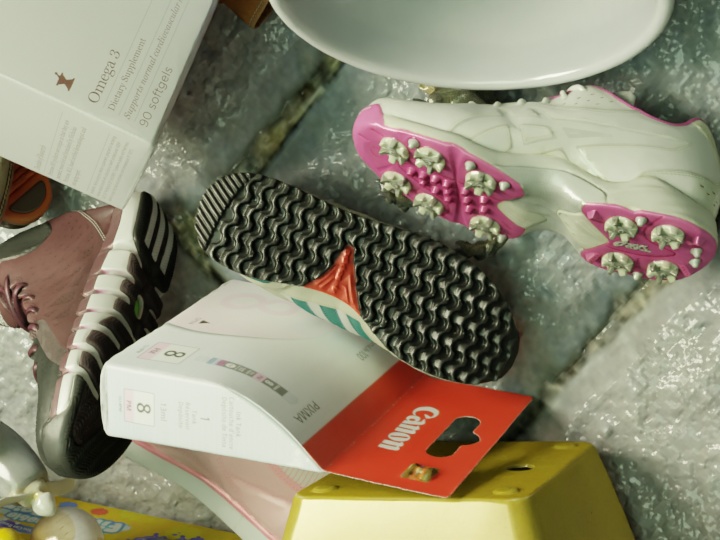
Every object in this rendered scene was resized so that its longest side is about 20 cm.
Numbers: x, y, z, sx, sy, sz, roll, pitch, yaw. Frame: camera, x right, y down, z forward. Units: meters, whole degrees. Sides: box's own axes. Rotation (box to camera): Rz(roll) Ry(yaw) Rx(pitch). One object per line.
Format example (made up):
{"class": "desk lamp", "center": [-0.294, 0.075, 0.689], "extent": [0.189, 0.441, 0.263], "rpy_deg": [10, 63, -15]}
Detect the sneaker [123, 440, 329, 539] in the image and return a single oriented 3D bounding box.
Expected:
{"class": "sneaker", "center": [-0.080, 0.086, 1.051], "extent": [0.200, 0.075, 0.105], "rpy_deg": [37, 117, 5]}

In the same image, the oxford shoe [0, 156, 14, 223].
{"class": "oxford shoe", "center": [-0.244, -0.117, 1.034], "extent": [0.070, 0.074, 0.201], "rpy_deg": [-5, 82, -13]}

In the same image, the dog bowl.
{"class": "dog bowl", "center": [0.055, -0.166, 0.852], "extent": [0.199, 0.200, 0.079], "rpy_deg": [-4, 69, 25]}

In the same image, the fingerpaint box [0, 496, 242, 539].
{"class": "fingerpaint box", "center": [-0.175, 0.243, 1.134], "extent": [0.199, 0.073, 0.168], "rpy_deg": [7, 107, 22]}

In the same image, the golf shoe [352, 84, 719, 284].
{"class": "golf shoe", "center": [0.097, -0.061, 0.918], "extent": [0.199, 0.092, 0.075], "rpy_deg": [18, 153, 3]}

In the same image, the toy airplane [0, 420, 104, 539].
{"class": "toy airplane", "center": [-0.225, 0.165, 1.029], "extent": [0.200, 0.141, 0.200], "rpy_deg": [178, 82, -70]}

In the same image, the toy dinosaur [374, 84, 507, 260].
{"class": "toy dinosaur", "center": [0.067, -0.054, 0.967], "extent": [0.200, 0.047, 0.088], "rpy_deg": [44, 110, 4]}

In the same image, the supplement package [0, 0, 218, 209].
{"class": "supplement package", "center": [-0.192, -0.138, 0.949], "extent": [0.199, 0.117, 0.117], "rpy_deg": [24, 70, -9]}

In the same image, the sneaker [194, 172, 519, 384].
{"class": "sneaker", "center": [-0.001, 0.000, 0.997], "extent": [0.199, 0.093, 0.071], "rpy_deg": [25, 93, -5]}

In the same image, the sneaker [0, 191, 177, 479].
{"class": "sneaker", "center": [-0.184, 0.041, 1.026], "extent": [0.115, 0.201, 0.076], "rpy_deg": [-5, 134, 18]}

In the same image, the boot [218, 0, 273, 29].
{"class": "boot", "center": [-0.113, -0.196, 0.996], "extent": [0.155, 0.074, 0.200], "rpy_deg": [46, 126, -4]}

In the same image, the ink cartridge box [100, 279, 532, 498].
{"class": "ink cartridge box", "center": [-0.020, 0.060, 0.968], "extent": [0.199, 0.162, 0.057], "rpy_deg": [4, 107, 21]}

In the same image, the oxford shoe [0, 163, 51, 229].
{"class": "oxford shoe", "center": [-0.282, -0.080, 1.111], "extent": [0.200, 0.071, 0.073], "rpy_deg": [35, 138, 13]}

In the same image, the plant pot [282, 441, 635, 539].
{"class": "plant pot", "center": [0.055, 0.194, 0.957], "extent": [0.199, 0.200, 0.177], "rpy_deg": [-3, 97, 24]}
